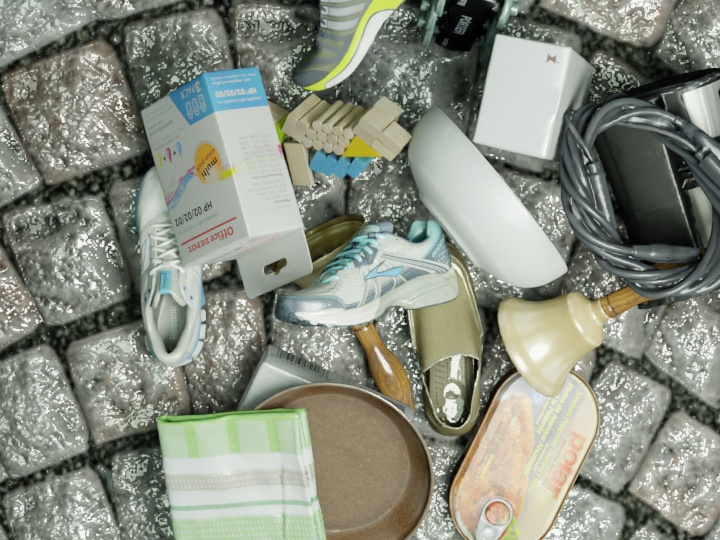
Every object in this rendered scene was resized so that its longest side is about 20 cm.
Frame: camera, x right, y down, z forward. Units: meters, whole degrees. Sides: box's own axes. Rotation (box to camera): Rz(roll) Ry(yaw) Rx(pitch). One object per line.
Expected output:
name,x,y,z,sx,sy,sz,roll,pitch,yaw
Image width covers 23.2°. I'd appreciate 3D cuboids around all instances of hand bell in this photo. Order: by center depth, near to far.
hand bell,0.238,0.029,1.636,0.200,0.104,0.104,-31,97,27
hand bell,0.002,0.057,1.709,0.104,0.104,0.200,-28,108,0

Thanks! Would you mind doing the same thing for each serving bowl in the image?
serving bowl,0.106,-0.057,1.635,0.066,0.200,0.200,-39,96,0

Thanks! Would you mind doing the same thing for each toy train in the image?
toy train,0.105,-0.268,1.623,0.085,0.200,0.114,14,80,-2

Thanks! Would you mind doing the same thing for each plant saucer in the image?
plant saucer,-0.028,0.192,1.687,0.200,0.037,0.201,1,113,3

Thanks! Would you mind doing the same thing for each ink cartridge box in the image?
ink cartridge box,-0.125,-0.076,1.640,0.068,0.115,0.200,-12,82,-41
ink cartridge box,-0.058,0.192,1.735,0.162,0.050,0.200,24,115,-5

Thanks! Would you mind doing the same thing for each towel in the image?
towel,-0.111,0.228,1.674,0.149,0.031,0.200,-5,111,6

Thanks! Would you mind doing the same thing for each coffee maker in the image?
coffee maker,0.285,-0.074,1.677,0.192,0.135,0.200,-21,96,0

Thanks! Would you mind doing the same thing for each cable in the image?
cable,0.254,-0.069,1.567,0.200,0.051,0.163,38,75,-2

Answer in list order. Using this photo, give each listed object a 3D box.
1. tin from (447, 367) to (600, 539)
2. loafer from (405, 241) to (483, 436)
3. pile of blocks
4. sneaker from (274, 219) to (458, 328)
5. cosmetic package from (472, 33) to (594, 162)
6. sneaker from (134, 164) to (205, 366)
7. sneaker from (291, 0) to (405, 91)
tin,0.162,0.186,1.743,0.112,0.042,0.200,26,93,-2
loafer,0.087,0.068,1.712,0.076,0.067,0.200,-12,98,-5
pile of blocks,-0.033,-0.129,1.672,0.200,0.062,0.082,9,124,29
sneaker,0.000,0.000,1.617,0.200,0.078,0.087,-15,102,-38
cosmetic package,0.163,-0.155,1.625,0.071,0.200,0.102,13,94,12
sneaker,-0.180,-0.003,1.683,0.075,0.087,0.200,-4,94,-1
sneaker,-0.015,-0.252,1.642,0.081,0.074,0.200,27,125,-17
